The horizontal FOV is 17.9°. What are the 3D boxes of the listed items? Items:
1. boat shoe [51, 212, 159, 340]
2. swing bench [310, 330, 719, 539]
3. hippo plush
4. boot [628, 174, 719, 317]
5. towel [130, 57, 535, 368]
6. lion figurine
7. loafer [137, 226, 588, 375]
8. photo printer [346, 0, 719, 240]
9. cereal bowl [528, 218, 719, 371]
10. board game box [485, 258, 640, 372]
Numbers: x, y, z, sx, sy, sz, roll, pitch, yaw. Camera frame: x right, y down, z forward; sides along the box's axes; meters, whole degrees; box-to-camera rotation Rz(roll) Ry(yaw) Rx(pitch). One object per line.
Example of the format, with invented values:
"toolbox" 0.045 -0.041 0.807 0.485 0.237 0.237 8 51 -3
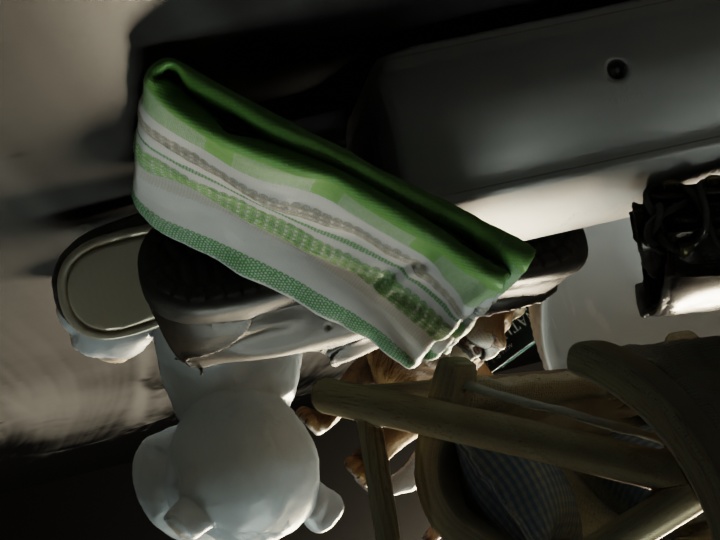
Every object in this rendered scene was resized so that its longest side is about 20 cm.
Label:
"boat shoe" -0.043 -0.014 1.042 0.198 0.067 0.057 -12 -170 -4
"swing bench" 0.124 0.084 0.890 0.199 0.131 0.198 -16 171 42
"hippo plush" -0.051 0.059 1.175 0.158 0.162 0.200 -9 172 -32
"boot" 0.186 -0.020 0.830 0.173 0.070 0.200 -3 159 -2
"towel" -0.020 -0.014 0.842 0.148 0.031 0.200 26 170 -1
"lion figurine" 0.046 0.066 1.124 0.122 0.072 0.200 -43 151 -5
"loafer" 0.000 0.000 0.993 0.198 0.073 0.072 -6 143 -12
"photo printer" 0.098 -0.059 0.892 0.199 0.070 0.166 -13 173 -8
"cereal bowl" 0.173 -0.006 1.106 0.199 0.201 0.083 -13 -153 -4
"board game box" 0.142 -0.013 1.215 0.199 0.028 0.135 -36 175 8
